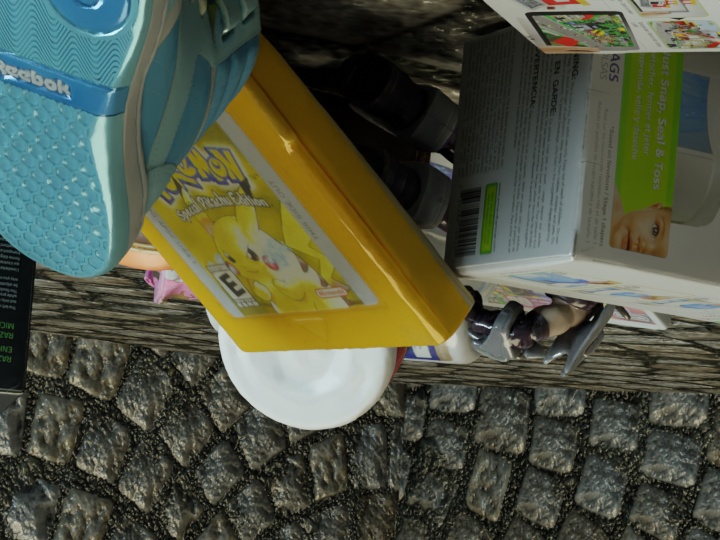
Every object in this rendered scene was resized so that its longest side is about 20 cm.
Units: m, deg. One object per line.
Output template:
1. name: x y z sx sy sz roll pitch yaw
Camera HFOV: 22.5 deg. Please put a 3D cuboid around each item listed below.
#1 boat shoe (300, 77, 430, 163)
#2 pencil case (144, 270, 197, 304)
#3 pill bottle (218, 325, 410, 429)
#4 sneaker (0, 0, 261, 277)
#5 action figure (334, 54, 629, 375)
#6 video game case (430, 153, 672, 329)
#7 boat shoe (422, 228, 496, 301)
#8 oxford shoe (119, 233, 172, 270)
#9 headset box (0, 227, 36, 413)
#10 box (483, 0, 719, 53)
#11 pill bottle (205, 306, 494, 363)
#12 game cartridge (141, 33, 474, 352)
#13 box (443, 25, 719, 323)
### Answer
1. boat shoe: -0.062 -0.068 0.920 0.198 0.071 0.070 5 176 0
2. pencil case: -0.070 -0.005 1.446 0.198 0.087 0.083 6 -156 -11
3. pill bottle: -0.009 0.011 1.153 0.110 0.112 0.200 3 -158 15
4. sneaker: -0.082 -0.106 0.641 0.079 0.131 0.201 26 140 8
5. action figure: 0.073 -0.030 0.884 0.199 0.131 0.069 29 165 -30
6. video game case: 0.082 -0.025 1.067 0.142 0.018 0.200 8 156 40
7. boat shoe: 0.000 0.000 0.997 0.198 0.074 0.065 2 -167 -28
8. oxford shoe: -0.179 -0.058 0.991 0.198 0.072 0.073 9 143 -6
9. headset box: -0.193 -0.021 0.755 0.092 0.202 0.174 7 165 -20
10. box: 0.083 -0.112 0.591 0.109 0.035 0.200 2 173 22
11. pill bottle: -0.007 0.006 1.327 0.198 0.117 0.116 3 173 17
12. game cartridge: -0.063 -0.042 0.827 0.200 0.033 0.176 49 152 -22
13. box: 0.150 -0.040 0.819 0.199 0.114 0.101 11 171 -29
